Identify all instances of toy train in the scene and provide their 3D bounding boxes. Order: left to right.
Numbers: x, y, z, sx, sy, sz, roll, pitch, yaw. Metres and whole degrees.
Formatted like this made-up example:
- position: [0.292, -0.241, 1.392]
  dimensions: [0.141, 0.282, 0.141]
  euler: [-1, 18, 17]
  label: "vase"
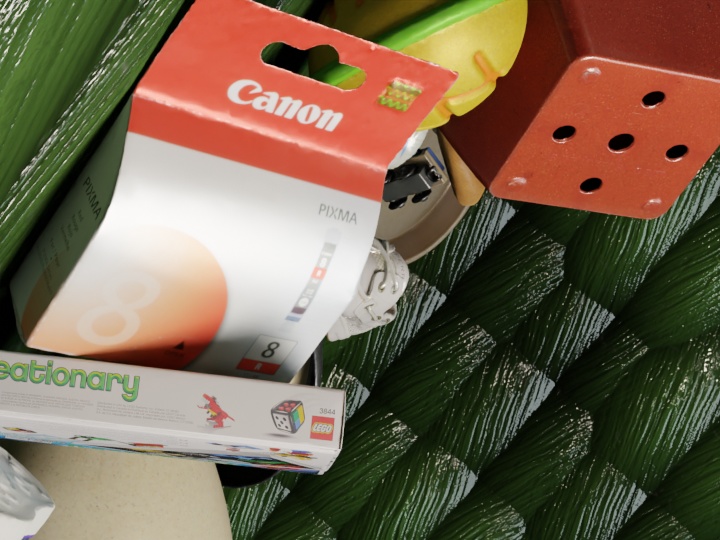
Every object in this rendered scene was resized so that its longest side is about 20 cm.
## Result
- position: [0.000, -0.065, 1.471]
  dimensions: [0.199, 0.034, 0.046]
  euler: [-12, -149, 50]
  label: "toy train"

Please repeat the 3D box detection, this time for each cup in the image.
- position: [-0.164, 0.141, 1.138]
  dimensions: [0.200, 0.199, 0.144]
  euler: [-41, 144, -67]
  label: "cup"

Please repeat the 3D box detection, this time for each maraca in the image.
- position: [0.019, -0.133, 1.124]
  dimensions: [0.199, 0.108, 0.137]
  euler: [-24, 180, 43]
  label: "maraca"

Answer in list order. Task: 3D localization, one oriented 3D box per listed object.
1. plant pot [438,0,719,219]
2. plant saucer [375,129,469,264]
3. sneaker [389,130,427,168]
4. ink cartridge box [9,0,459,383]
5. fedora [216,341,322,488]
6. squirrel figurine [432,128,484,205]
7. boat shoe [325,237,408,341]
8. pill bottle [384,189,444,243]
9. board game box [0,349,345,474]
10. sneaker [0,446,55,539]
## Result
- position: [0.150, -0.148, 1.209]
  dimensions: [0.200, 0.198, 0.177]
  euler: [123, -34, -46]
  label: "plant pot"
- position: [0.041, -0.096, 1.597]
  dimensions: [0.199, 0.029, 0.201]
  euler: [-29, 135, -34]
  label: "plant saucer"
- position: [-0.018, -0.095, 1.396]
  dimensions: [0.200, 0.072, 0.072]
  euler: [-31, -147, 60]
  label: "sneaker"
- position: [-0.056, -0.029, 0.909]
  dimensions: [0.161, 0.050, 0.200]
  euler: [14, 129, -37]
  label: "ink cartridge box"
- position: [-0.115, 0.065, 1.326]
  dimensions: [0.091, 0.201, 0.201]
  euler: [2, 139, -39]
  label: "fedora"
- position: [0.129, -0.180, 1.399]
  dimensions: [0.185, 0.142, 0.201]
  euler: [-20, 144, -3]
  label: "squirrel figurine"
- position: [0.000, 0.000, 1.336]
  dimensions: [0.069, 0.071, 0.200]
  euler: [-8, 167, 0]
  label: "boat shoe"
- position: [-0.019, -0.021, 1.689]
  dimensions: [0.200, 0.106, 0.106]
  euler: [-49, 176, -15]
  label: "pill bottle"
- position: [-0.110, 0.075, 0.968]
  dimensions: [0.126, 0.198, 0.035]
  euler: [114, -17, -78]
  label: "board game box"
- position: [-0.242, 0.155, 0.957]
  dimensions: [0.146, 0.081, 0.200]
  euler: [-45, 171, -2]
  label: "sneaker"
